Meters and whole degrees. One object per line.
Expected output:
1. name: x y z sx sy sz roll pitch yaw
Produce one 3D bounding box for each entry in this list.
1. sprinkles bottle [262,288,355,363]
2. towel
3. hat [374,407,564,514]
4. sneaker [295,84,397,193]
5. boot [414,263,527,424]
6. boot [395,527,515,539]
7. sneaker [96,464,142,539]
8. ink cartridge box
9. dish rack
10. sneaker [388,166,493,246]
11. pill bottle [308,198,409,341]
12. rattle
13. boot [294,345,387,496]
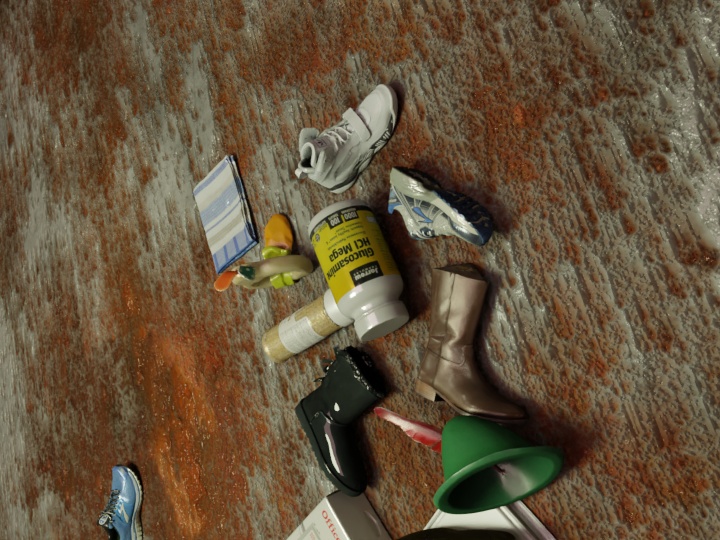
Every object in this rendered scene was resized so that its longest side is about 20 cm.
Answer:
1. sprinkles bottle: -0.087 0.094 1.027 0.198 0.068 0.069 -33 69 34
2. towel: -0.282 -0.115 1.223 0.146 0.024 0.204 -32 70 35
3. hat: 0.142 0.204 0.790 0.168 0.195 0.178 100 160 -45
4. sneaker: -0.025 -0.215 0.956 0.075 0.114 0.201 51 118 27
5. boot: 0.163 0.095 0.832 0.184 0.064 0.205 13 92 36
6. boot: 0.128 0.431 0.788 0.197 0.071 0.158 -17 80 38
7. sneaker: -0.565 0.560 1.391 0.077 0.088 0.205 -12 81 37
8. ink cartridge box: -0.047 0.475 0.973 0.147 0.082 0.201 51 119 28
9. dish rack: 0.163 0.398 0.830 0.171 0.043 0.202 43 115 31
10. sneaker: 0.112 -0.078 0.877 0.200 0.076 0.087 41 123 40
11. pill bottle: 0.000 0.000 0.930 0.112 0.111 0.203 -36 67 32
12. rattle: -0.176 -0.038 1.019 0.128 0.198 0.147 -2 87 38
13. boot: -0.015 0.237 0.966 0.163 0.073 0.199 -49 60 23
